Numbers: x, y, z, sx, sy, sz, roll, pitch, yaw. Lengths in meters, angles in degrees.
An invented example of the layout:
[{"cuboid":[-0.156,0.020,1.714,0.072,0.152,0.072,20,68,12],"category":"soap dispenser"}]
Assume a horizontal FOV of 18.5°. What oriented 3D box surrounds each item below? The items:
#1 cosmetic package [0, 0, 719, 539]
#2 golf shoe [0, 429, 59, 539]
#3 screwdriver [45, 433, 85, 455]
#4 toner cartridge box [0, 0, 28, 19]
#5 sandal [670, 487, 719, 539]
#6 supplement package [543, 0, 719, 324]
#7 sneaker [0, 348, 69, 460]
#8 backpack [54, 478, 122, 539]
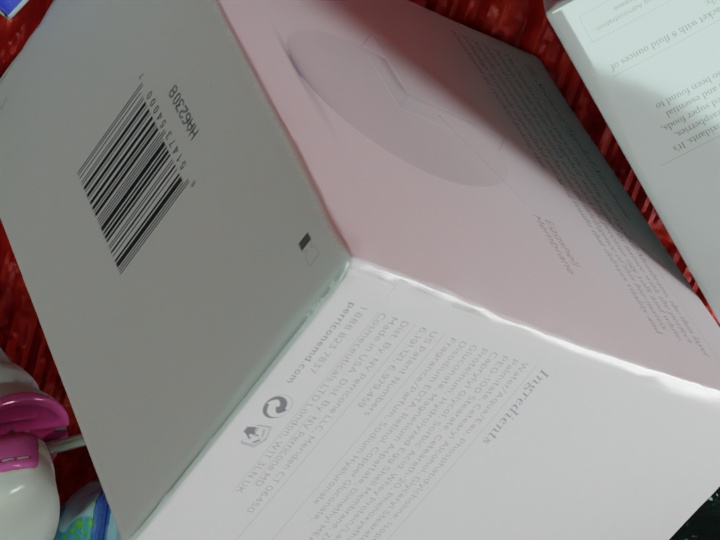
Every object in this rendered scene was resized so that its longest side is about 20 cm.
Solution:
[{"cuboid":[0.000,0.000,0.743,0.199,0.200,0.123,18,121,-39],"category":"cosmetic package"},{"cuboid":[-0.147,0.136,0.846,0.075,0.092,0.200,-14,151,-29],"category":"golf shoe"},{"cuboid":[-0.034,0.043,0.869,0.198,0.028,0.029,-9,79,-11],"category":"screwdriver"},{"cuboid":[-0.064,-0.181,0.758,0.043,0.095,0.200,42,112,-15],"category":"toner cartridge box"},{"cuboid":[0.073,0.085,0.900,0.198,0.048,0.076,5,116,1],"category":"sandal"},{"cuboid":[0.159,-0.055,0.787,0.121,0.120,0.201,-27,111,13],"category":"supplement package"},{"cuboid":[-0.191,0.078,0.905,0.200,0.081,0.089,-48,61,37],"category":"sneaker"},{"cuboid":[-0.066,0.173,0.896,0.153,0.163,0.201,26,109,16],"category":"backpack"}]
